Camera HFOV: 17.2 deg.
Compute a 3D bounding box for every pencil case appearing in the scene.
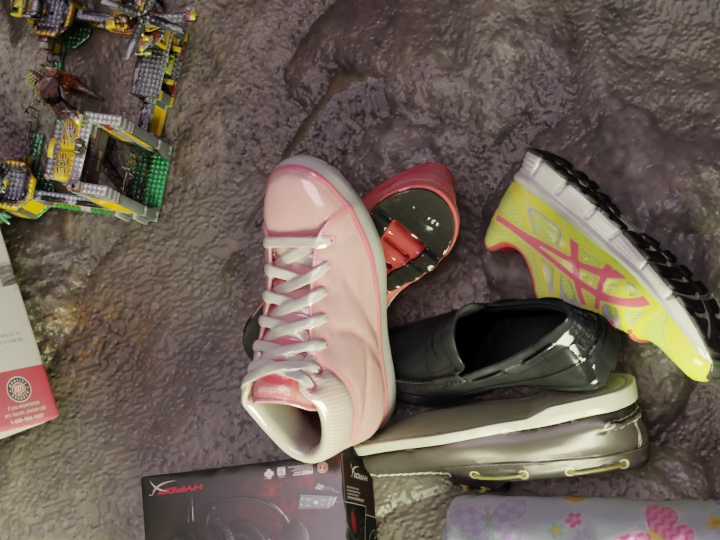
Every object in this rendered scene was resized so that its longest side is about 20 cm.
[{"bbox_3d":[0.150,0.192,1.546,0.200,0.083,0.091,-1,67,16],"label":"pencil case"}]

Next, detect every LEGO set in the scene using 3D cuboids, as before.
[{"bbox_3d":[-0.205,-0.123,1.694,0.154,0.116,0.200,18,86,19],"label":"LEGO set"}]

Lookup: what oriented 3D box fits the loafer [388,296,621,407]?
[{"bbox_3d":[0.077,0.048,1.576,0.200,0.070,0.068,-6,54,39],"label":"loafer"}]

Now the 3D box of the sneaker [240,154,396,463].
[{"bbox_3d":[-0.035,0.032,1.550,0.075,0.105,0.200,0,111,33],"label":"sneaker"}]

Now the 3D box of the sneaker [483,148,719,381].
[{"bbox_3d":[0.162,0.012,1.586,0.200,0.078,0.090,46,105,24],"label":"sneaker"}]

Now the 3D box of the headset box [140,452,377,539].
[{"bbox_3d":[-0.063,0.233,1.610,0.149,0.075,0.200,-7,78,16],"label":"headset box"}]

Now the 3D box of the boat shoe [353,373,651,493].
[{"bbox_3d":[0.093,0.119,1.584,0.201,0.072,0.061,-12,102,22],"label":"boat shoe"}]

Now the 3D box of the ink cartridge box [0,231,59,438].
[{"bbox_3d":[-0.315,0.029,1.666,0.085,0.146,0.200,-21,84,38],"label":"ink cartridge box"}]

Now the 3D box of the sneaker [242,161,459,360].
[{"bbox_3d":[0.000,0.000,1.642,0.074,0.087,0.200,42,117,-12],"label":"sneaker"}]
